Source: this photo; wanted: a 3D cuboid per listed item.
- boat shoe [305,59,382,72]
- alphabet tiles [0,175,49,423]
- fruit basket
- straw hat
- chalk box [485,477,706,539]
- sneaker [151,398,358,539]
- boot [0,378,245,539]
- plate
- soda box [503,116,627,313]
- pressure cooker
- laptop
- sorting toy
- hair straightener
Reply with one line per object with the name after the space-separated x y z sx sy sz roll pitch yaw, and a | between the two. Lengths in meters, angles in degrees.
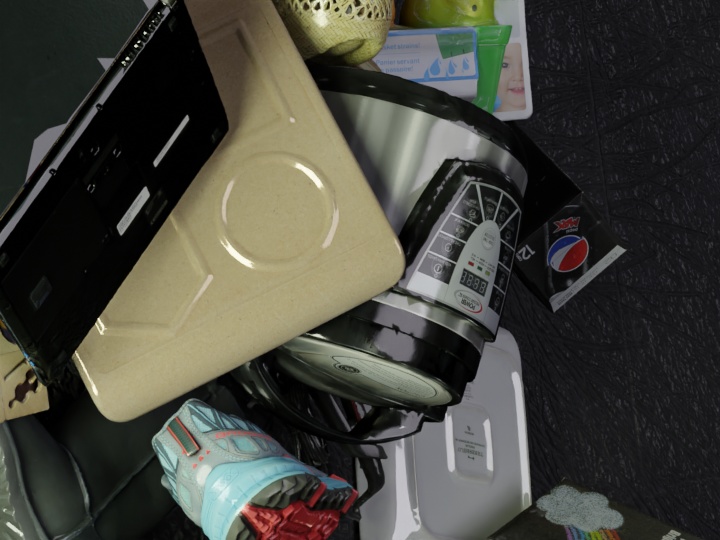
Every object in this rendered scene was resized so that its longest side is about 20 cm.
-0.062 -0.156 1.370 0.199 0.072 0.065 28 44 -21 | boat shoe
-0.202 -0.021 1.081 0.167 0.008 0.201 -13 96 -55 | alphabet tiles
0.025 -0.194 1.452 0.184 0.094 0.201 -4 100 -17 | fruit basket
-0.024 -0.160 1.272 0.201 0.200 0.086 -8 101 -55 | straw hat
0.185 0.248 1.480 0.125 0.199 0.125 -27 134 -54 | chalk box
-0.062 0.113 1.213 0.096 0.079 0.200 44 -8 16 | sneaker
-0.149 0.076 1.205 0.200 0.065 0.166 -41 122 -48 | boot
0.065 0.121 1.525 0.199 0.032 0.201 16 66 -51 | plate
0.099 -0.056 1.501 0.063 0.071 0.200 48 3 -35 | soda box
-0.001 0.000 1.293 0.179 0.175 0.201 101 5 -77 | pressure cooker
-0.168 -0.075 1.082 0.178 0.103 0.200 -57 157 -20 | laptop
-0.098 -0.044 1.192 0.201 0.185 0.036 63 -9 5 | sorting toy
-0.041 0.073 1.393 0.077 0.041 0.201 -26 106 -24 | hair straightener
